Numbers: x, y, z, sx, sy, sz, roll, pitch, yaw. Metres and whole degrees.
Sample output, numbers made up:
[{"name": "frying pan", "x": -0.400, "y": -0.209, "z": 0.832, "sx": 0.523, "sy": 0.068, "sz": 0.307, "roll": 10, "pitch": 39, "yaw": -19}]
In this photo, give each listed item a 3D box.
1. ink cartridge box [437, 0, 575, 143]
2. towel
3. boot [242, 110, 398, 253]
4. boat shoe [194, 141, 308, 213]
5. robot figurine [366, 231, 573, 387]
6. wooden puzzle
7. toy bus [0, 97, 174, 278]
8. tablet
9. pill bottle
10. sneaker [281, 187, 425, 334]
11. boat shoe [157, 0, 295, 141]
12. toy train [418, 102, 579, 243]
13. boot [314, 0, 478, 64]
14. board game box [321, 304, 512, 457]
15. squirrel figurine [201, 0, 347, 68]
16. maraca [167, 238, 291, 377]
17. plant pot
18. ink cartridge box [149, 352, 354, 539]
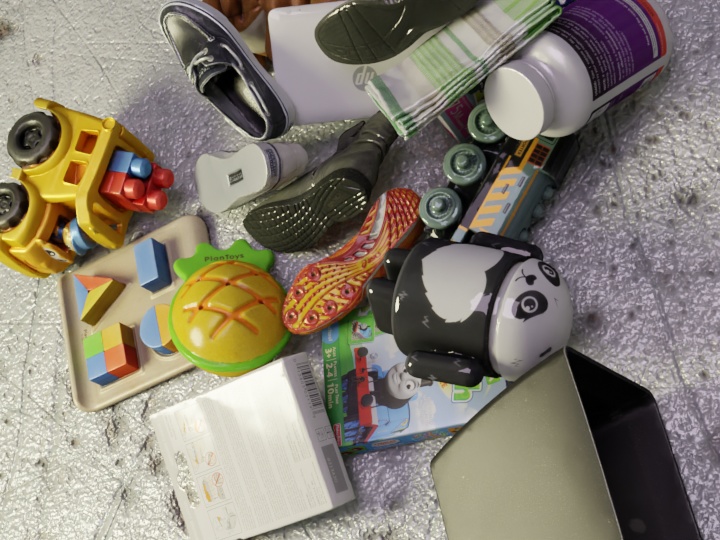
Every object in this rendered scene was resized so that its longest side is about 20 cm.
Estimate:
[{"name": "ink cartridge box", "x": 0.158, "y": -0.229, "z": 1.516, "sx": 0.200, "sy": 0.119, "sz": 0.042, "roll": -41, "pitch": 63, "yaw": 4}, {"name": "towel", "x": 0.097, "y": -0.224, "z": 1.430, "sx": 0.200, "sy": 0.031, "sz": 0.149, "roll": -39, "pitch": 28, "yaw": 5}, {"name": "boot", "x": -0.036, "y": -0.099, "z": 1.587, "sx": 0.199, "sy": 0.068, "sz": 0.131, "roll": -22, "pitch": 30, "yaw": 42}, {"name": "boat shoe", "x": -0.122, "y": -0.111, "z": 1.608, "sx": 0.200, "sy": 0.069, "sz": 0.071, "roll": -15, "pitch": 87, "yaw": 59}, {"name": "robot figurine", "x": 0.107, "y": 0.035, "z": 1.386, "sx": 0.199, "sy": 0.125, "sz": 0.151, "roll": 13, "pitch": 91, "yaw": 26}, {"name": "wooden puzzle", "x": -0.259, "y": 0.045, "z": 1.640, "sx": 0.199, "sy": 0.046, "sz": 0.186, "roll": -22, "pitch": 61, "yaw": 15}, {"name": "toy bus", "x": -0.320, "y": -0.084, "z": 1.674, "sx": 0.191, "sy": 0.136, "sz": 0.201, "roll": 12, "pitch": 75, "yaw": 25}, {"name": "tablet", "x": 0.003, "y": -0.234, "z": 1.577, "sx": 0.198, "sy": 0.014, "sz": 0.131, "roll": -6, "pitch": 100, "yaw": -1}, {"name": "pill bottle", "x": 0.217, "y": -0.208, "z": 1.437, "sx": 0.112, "sy": 0.113, "sz": 0.200, "roll": 33, "pitch": 50, "yaw": 31}, {"name": "sneaker", "x": 0.000, "y": 0.000, "z": 1.518, "sx": 0.200, "sy": 0.077, "sz": 0.073, "roll": -42, "pitch": 67, "yaw": -5}, {"name": "boat shoe", "x": -0.158, "y": -0.219, "z": 1.561, "sx": 0.200, "sy": 0.068, "sz": 0.072, "roll": 50, "pitch": 120, "yaw": 5}, {"name": "toy train", "x": 0.144, "y": -0.088, "z": 1.492, "sx": 0.114, "sy": 0.085, "sz": 0.201, "roll": 27, "pitch": 82, "yaw": 21}, {"name": "boot", "x": 0.057, "y": -0.301, "z": 1.524, "sx": 0.203, "sy": 0.074, "sz": 0.154, "roll": -20, "pitch": 26, "yaw": 32}, {"name": "board game box", "x": 0.058, "y": 0.101, "z": 1.476, "sx": 0.199, "sy": 0.037, "sz": 0.152, "roll": -13, "pitch": 64, "yaw": 19}, {"name": "squirrel figurine", "x": -0.062, "y": -0.321, "z": 1.645, "sx": 0.185, "sy": 0.142, "sz": 0.201, "roll": 2, "pitch": 68, "yaw": 26}, {"name": "maraca", "x": -0.143, "y": 0.036, "z": 1.556, "sx": 0.136, "sy": 0.107, "sz": 0.201, "roll": -4, "pitch": 43, "yaw": -9}, {"name": "plant pot", "x": 0.181, "y": 0.214, "z": 1.292, "sx": 0.177, "sy": 0.199, "sz": 0.201, "roll": -29, "pitch": 59, "yaw": 25}, {"name": "ink cartridge box", "x": -0.115, "y": 0.194, "z": 1.493, "sx": 0.199, "sy": 0.050, "sz": 0.162, "roll": -25, "pitch": 81, "yaw": 34}]
